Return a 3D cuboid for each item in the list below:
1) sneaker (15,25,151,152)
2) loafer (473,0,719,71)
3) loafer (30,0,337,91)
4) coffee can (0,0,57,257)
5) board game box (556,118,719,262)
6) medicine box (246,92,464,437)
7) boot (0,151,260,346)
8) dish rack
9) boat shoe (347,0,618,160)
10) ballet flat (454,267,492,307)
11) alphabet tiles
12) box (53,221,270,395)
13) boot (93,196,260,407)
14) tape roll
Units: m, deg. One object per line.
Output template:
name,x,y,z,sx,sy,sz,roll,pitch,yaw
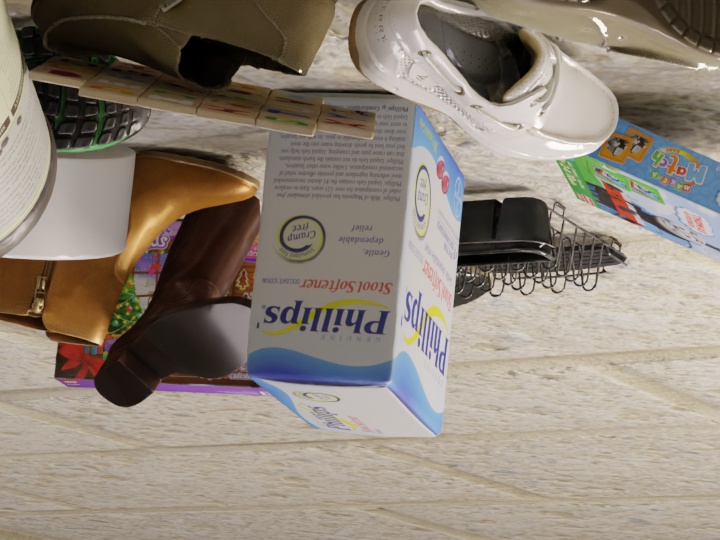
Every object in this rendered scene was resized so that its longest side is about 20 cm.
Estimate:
sneaker,-0.220,-0.117,1.538,0.199,0.078,0.085,10,179,25
loafer,0.138,-0.152,1.258,0.200,0.076,0.068,13,172,-29
loafer,-0.107,-0.141,1.387,0.199,0.068,0.076,-3,164,29
coffee can,-0.260,-0.102,1.361,0.146,0.147,0.200,4,155,4
board game box,0.227,-0.043,1.588,0.200,0.037,0.151,25,173,20
medicine box,0.000,0.000,1.646,0.103,0.201,0.182,2,166,13
boot,-0.180,-0.014,1.772,0.201,0.144,0.071,4,167,0
dish rack,0.115,-0.011,1.874,0.153,0.055,0.200,-2,165,30
boat shoe,0.088,-0.115,1.420,0.200,0.071,0.069,16,164,-36
ballet flat,0.011,0.002,2.006,0.199,0.057,0.067,0,139,-1
alphabet tiles,-0.089,-0.102,1.399,0.199,0.006,0.166,10,-169,0
box,-0.146,0.030,1.954,0.199,0.137,0.039,1,167,12
boot,-0.105,0.000,1.804,0.186,0.200,0.064,-21,118,41
tape roll,-0.256,-0.058,1.629,0.202,0.071,0.202,8,-172,-1
